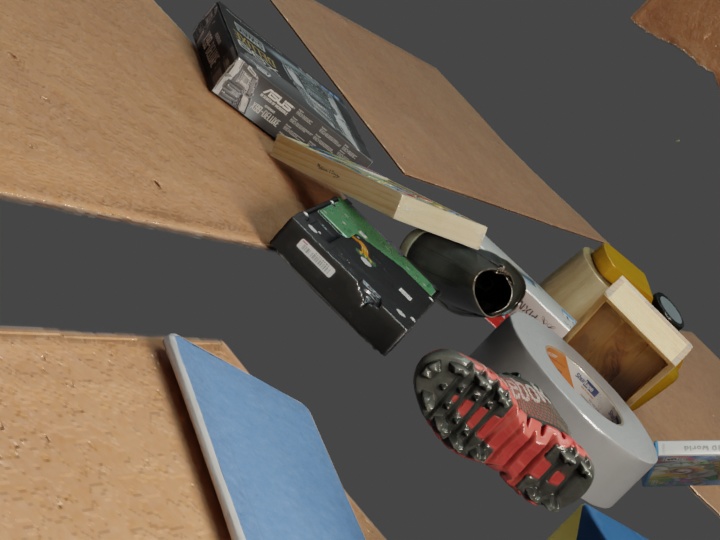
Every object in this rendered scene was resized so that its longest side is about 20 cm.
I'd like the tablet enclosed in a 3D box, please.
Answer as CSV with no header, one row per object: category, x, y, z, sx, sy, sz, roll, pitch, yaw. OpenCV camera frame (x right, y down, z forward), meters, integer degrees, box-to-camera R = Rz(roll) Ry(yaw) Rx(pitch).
tablet,-0.049,0.124,0.836,0.130,0.014,0.201,33,19,-38

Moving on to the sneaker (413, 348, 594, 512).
sneaker,0.109,0.118,1.170,0.200,0.071,0.098,38,15,-30

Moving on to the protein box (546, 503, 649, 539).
protein box,0.179,0.273,0.790,0.199,0.135,0.199,32,18,-37

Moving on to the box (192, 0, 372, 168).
box,-0.087,-0.191,1.546,0.199,0.050,0.158,36,17,-30

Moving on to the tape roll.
tape roll,0.196,0.133,1.376,0.200,0.066,0.201,41,15,-13

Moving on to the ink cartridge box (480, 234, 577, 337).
ink cartridge box,0.196,0.052,1.649,0.200,0.045,0.176,43,13,-4

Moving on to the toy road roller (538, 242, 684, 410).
toy road roller,0.321,0.080,1.769,0.199,0.123,0.147,37,27,-26

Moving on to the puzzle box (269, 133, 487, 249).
puzzle box,0.017,-0.079,1.402,0.132,0.026,0.199,18,8,-46

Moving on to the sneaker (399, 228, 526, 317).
sneaker,0.129,0.023,1.427,0.106,0.076,0.199,28,6,40

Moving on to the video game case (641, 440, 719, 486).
video game case,0.394,0.198,1.450,0.143,0.197,0.018,75,14,-68

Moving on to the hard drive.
hard drive,0.000,0.000,1.272,0.140,0.038,0.200,44,15,2

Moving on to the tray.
tray,0.257,0.091,1.465,0.099,0.037,0.200,46,-28,9
